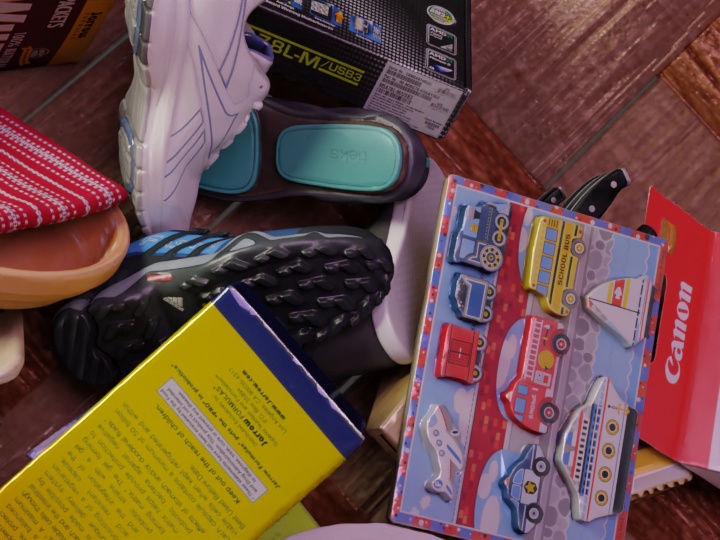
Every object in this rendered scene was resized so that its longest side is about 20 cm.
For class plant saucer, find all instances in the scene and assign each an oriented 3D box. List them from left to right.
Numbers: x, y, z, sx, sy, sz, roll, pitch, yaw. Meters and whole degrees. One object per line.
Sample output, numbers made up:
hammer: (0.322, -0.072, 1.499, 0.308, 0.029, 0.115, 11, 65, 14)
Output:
plant saucer: (-0.228, -0.034, 1.413, 0.199, 0.038, 0.200, 19, 22, -8)

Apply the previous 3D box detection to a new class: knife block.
knife block: (0.096, 0.028, 1.482, 0.064, 0.175, 0.200, 45, 23, -11)

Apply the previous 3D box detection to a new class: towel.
towel: (-0.236, -0.063, 1.393, 0.144, 0.023, 0.200, 33, 24, 22)

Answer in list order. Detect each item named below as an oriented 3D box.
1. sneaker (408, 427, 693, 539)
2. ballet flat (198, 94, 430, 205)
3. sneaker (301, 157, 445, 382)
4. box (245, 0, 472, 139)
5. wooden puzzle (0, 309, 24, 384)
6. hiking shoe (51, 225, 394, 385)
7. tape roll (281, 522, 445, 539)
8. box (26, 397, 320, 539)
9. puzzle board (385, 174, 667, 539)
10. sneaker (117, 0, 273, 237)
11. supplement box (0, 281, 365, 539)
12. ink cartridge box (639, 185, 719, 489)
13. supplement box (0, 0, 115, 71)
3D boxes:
sneaker: (0.105, 0.110, 1.529, 0.199, 0.075, 0.091, -9, 75, -33)
ballet flat: (-0.046, -0.073, 1.516, 0.199, 0.073, 0.073, 9, 61, 25)
sneaker: (0.000, 0.000, 1.526, 0.071, 0.099, 0.200, 61, 26, -24)
box: (-0.028, -0.180, 1.547, 0.199, 0.048, 0.194, 22, 36, -12)
wooden puzzle: (-0.279, 0.012, 1.361, 0.199, 0.185, 0.037, 23, 94, -11)
hiking shoe: (-0.080, -0.001, 1.441, 0.199, 0.075, 0.087, -10, 35, 6)
tape roll: (0.014, 0.230, 1.344, 0.201, 0.071, 0.203, 12, 37, -9)
box: (-0.091, 0.157, 1.444, 0.122, 0.048, 0.200, -37, 87, -29)
puzzle board: (0.100, 0.060, 1.445, 0.150, 0.017, 0.201, 15, 78, -22)
sneaker: (-0.094, -0.095, 1.449, 0.086, 0.201, 0.075, -3, 41, -16)
supplement box: (-0.104, 0.112, 1.342, 0.200, 0.109, 0.110, -41, 91, 1)
ink cartridge box: (0.242, 0.056, 1.569, 0.200, 0.050, 0.162, 34, 58, -41)
supplement box: (-0.263, -0.222, 1.468, 0.199, 0.133, 0.199, -10, 75, -24)
